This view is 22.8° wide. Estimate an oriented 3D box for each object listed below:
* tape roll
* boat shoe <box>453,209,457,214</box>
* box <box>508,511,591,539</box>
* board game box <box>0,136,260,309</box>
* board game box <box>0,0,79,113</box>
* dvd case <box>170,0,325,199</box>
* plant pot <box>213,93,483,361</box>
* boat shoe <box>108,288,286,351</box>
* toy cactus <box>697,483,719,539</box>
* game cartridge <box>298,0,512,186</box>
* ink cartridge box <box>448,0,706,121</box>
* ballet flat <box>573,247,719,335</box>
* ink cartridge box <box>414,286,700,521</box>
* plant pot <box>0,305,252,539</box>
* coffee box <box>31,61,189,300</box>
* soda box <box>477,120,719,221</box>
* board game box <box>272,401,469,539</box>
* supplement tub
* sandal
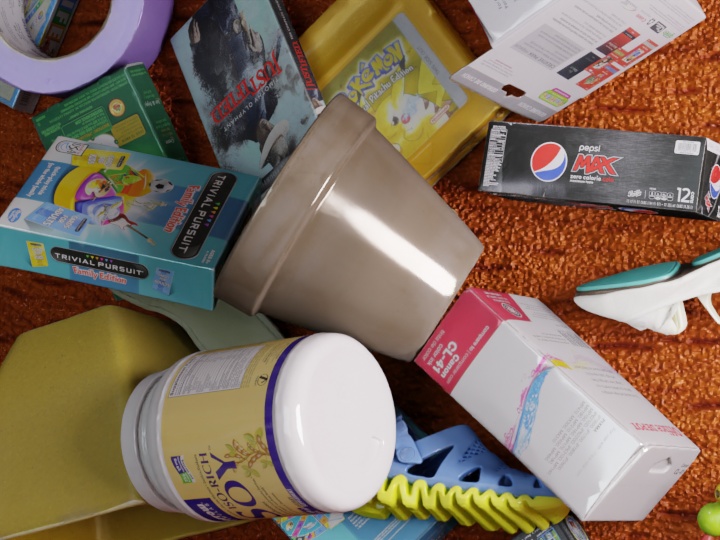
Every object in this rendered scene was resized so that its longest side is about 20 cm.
[{"bbox_3d":[-0.291,-0.270,1.763,0.199,0.085,0.201,0,90,15],"label":"tape roll"},{"bbox_3d":[0.000,0.000,1.609,0.199,0.072,0.065,-17,75,20],"label":"boat shoe"},{"bbox_3d":[0.137,0.322,1.507,0.200,0.044,0.161,-39,66,19],"label":"box"},{"bbox_3d":[-0.205,-0.046,1.605,0.199,0.151,0.047,11,127,8],"label":"board game box"},{"bbox_3d":[-0.360,-0.282,1.859,0.134,0.034,0.201,28,97,28],"label":"board game box"},{"bbox_3d":[-0.103,-0.175,1.688,0.146,0.022,0.201,-37,68,40],"label":"dvd case"},{"bbox_3d":[0.000,-0.017,1.492,0.173,0.200,0.201,34,101,2],"label":"plant pot"},{"bbox_3d":[-0.149,0.027,1.670,0.199,0.066,0.075,26,116,-4],"label":"boat shoe"},{"bbox_3d":[0.358,0.176,1.387,0.199,0.102,0.166,0,74,37],"label":"toy cactus"},{"bbox_3d":[0.020,-0.164,1.638,0.176,0.032,0.200,-43,67,18],"label":"game cartridge"},{"bbox_3d":[0.164,-0.216,1.467,0.175,0.200,0.084,-33,69,20],"label":"ink cartridge box"},{"bbox_3d":[0.272,0.018,1.465,0.199,0.069,0.070,-18,76,25],"label":"ballet flat"},{"bbox_3d":[0.162,0.110,1.461,0.200,0.147,0.086,45,105,26],"label":"ink cartridge box"},{"bbox_3d":[-0.232,0.146,1.655,0.195,0.194,0.201,-17,71,26],"label":"plant pot"},{"bbox_3d":[-0.222,-0.084,1.719,0.123,0.044,0.201,-25,93,24],"label":"coffee box"},{"bbox_3d":[0.205,-0.084,1.504,0.199,0.071,0.064,8,89,30],"label":"soda box"},{"bbox_3d":[-0.013,0.180,1.579,0.151,0.047,0.200,-43,64,-6],"label":"board game box"},{"bbox_3d":[-0.086,0.133,1.481,0.199,0.145,0.146,-11,79,37],"label":"supplement tub"},{"bbox_3d":[0.082,0.167,1.491,0.199,0.080,0.088,6,65,17],"label":"sandal"}]
